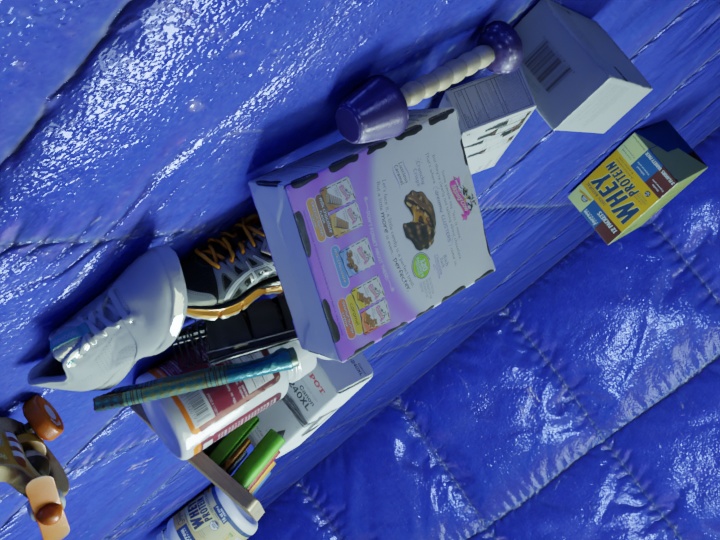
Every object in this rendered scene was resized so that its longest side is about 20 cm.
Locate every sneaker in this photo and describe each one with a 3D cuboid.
[{"bbox_3d":[-0.112,-0.013,0.937,0.199,0.078,0.078,-20,129,-37],"label":"sneaker"},{"bbox_3d":[-0.225,0.053,0.856,0.088,0.076,0.200,-5,148,-47],"label":"sneaker"}]

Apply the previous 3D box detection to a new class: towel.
[{"bbox_3d":[-0.163,0.108,0.996,0.198,0.022,0.147,-12,177,-9],"label":"towel"}]

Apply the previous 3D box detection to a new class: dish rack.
[{"bbox_3d":[-0.126,0.063,1.028,0.152,0.055,0.199,-13,176,-35],"label":"dish rack"}]

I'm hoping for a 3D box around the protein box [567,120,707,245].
[{"bbox_3d":[0.577,-0.185,2.048,0.198,0.135,0.200,-23,160,-51],"label":"protein box"}]

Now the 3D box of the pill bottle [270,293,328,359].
[{"bbox_3d":[0.000,0.000,1.154,0.200,0.120,0.119,-43,166,21],"label":"pill bottle"}]

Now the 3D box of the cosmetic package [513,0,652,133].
[{"bbox_3d":[0.231,-0.213,1.052,0.081,0.113,0.199,-43,168,27],"label":"cosmetic package"}]

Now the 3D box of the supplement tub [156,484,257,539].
[{"bbox_3d":[-0.348,0.588,2.230,0.199,0.145,0.144,-38,168,1],"label":"supplement tub"}]

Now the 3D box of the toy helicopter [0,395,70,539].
[{"bbox_3d":[-0.320,0.185,0.899,0.079,0.133,0.200,-36,167,-2],"label":"toy helicopter"}]

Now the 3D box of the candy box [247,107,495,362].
[{"bbox_3d":[0.017,-0.038,0.910,0.199,0.169,0.071,-28,-158,-30],"label":"candy box"}]

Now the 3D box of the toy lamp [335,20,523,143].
[{"bbox_3d":[0.061,-0.166,0.878,0.199,0.058,0.058,-30,166,-32],"label":"toy lamp"}]

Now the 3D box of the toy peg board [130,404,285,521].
[{"bbox_3d":[-0.186,0.225,1.306,0.098,0.199,0.199,-49,171,-15],"label":"toy peg board"}]

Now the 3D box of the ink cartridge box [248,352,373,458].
[{"bbox_3d":[-0.096,0.147,1.350,0.083,0.146,0.200,-20,159,-50],"label":"ink cartridge box"}]

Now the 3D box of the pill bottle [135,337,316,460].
[{"bbox_3d":[-0.159,0.128,1.185,0.199,0.115,0.114,-31,166,-26],"label":"pill bottle"}]

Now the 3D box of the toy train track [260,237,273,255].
[{"bbox_3d":[-0.012,0.006,0.957,0.199,0.032,0.116,26,79,-41],"label":"toy train track"}]

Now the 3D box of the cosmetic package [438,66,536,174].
[{"bbox_3d":[0.118,-0.145,1.037,0.082,0.051,0.200,-19,171,-7],"label":"cosmetic package"}]
